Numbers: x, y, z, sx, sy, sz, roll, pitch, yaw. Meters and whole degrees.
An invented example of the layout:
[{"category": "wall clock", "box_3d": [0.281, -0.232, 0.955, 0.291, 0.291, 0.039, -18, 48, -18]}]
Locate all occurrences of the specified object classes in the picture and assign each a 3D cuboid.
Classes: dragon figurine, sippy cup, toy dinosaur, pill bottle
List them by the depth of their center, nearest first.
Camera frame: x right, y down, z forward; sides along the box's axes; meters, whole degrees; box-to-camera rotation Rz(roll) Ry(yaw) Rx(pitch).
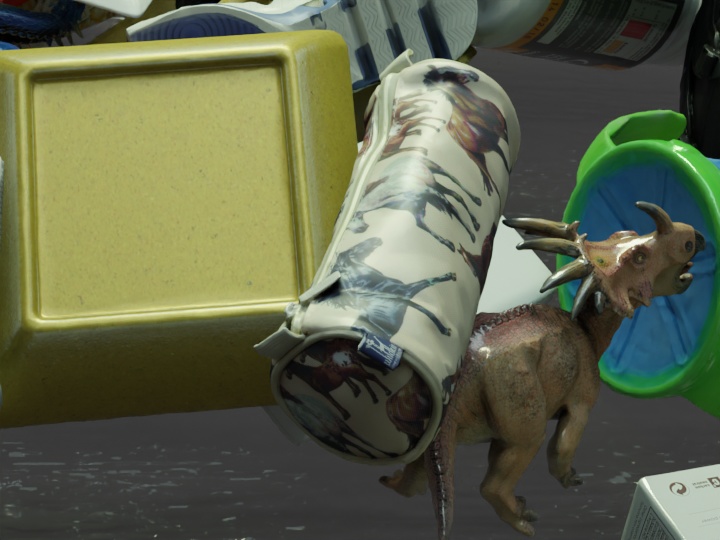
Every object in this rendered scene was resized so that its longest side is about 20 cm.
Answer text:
[{"category": "toy dinosaur", "box_3d": [0.075, 0.043, 0.922, 0.085, 0.136, 0.200, 28, 39, 26]}, {"category": "sippy cup", "box_3d": [0.197, -0.002, 1.033, 0.129, 0.180, 0.139, -2, -1, -34]}, {"category": "dragon figurine", "box_3d": [-0.228, -0.108, 1.095, 0.099, 0.059, 0.201, 26, 58, -7]}, {"category": "pill bottle", "box_3d": [0.149, -0.194, 1.269, 0.199, 0.117, 0.116, 5, 29, -42]}]

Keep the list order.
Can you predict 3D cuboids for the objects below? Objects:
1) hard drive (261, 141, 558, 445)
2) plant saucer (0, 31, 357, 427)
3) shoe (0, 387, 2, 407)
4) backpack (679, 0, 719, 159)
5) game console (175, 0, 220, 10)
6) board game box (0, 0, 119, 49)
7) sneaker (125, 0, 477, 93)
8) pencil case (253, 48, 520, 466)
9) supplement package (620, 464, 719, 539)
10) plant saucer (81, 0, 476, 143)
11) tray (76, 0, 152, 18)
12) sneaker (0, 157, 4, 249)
[{"category": "hard drive", "box_3d": [0.000, 0.000, 1.027, 0.199, 0.026, 0.132, -26, 70, -41]}, {"category": "plant saucer", "box_3d": [-0.096, -0.033, 0.941, 0.198, 0.049, 0.202, -4, 70, -5]}, {"category": "shoe", "box_3d": [-0.271, 0.053, 0.891, 0.199, 0.072, 0.091, 17, 37, 20]}, {"category": "backpack", "box_3d": [0.269, -0.149, 1.205, 0.152, 0.164, 0.201, 5, 39, -3]}, {"category": "game console", "box_3d": [-0.003, -0.217, 1.187, 0.116, 0.176, 0.200, 37, 24, -1]}, {"category": "board game box", "box_3d": [-0.258, -0.184, 1.214, 0.199, 0.047, 0.151, -27, 47, -22]}, {"category": "sneaker", "box_3d": [-0.033, -0.128, 1.119, 0.198, 0.081, 0.115, -14, 6, -4]}, {"category": "pencil case", "box_3d": [0.019, -0.012, 0.885, 0.077, 0.090, 0.201, -20, 36, 35]}, {"category": "supplement package", "box_3d": [0.219, 0.184, 0.741, 0.190, 0.148, 0.200, -7, 37, -22]}, {"category": "plant saucer", "box_3d": [-0.055, -0.114, 1.198, 0.199, 0.049, 0.200, 21, 35, 18]}, {"category": "tray", "box_3d": [-0.160, -0.214, 1.174, 0.107, 0.022, 0.200, 16, 30, 1]}, {"category": "sneaker", "box_3d": [-0.229, -0.012, 0.911, 0.081, 0.075, 0.199, 8, -14, -33]}]
